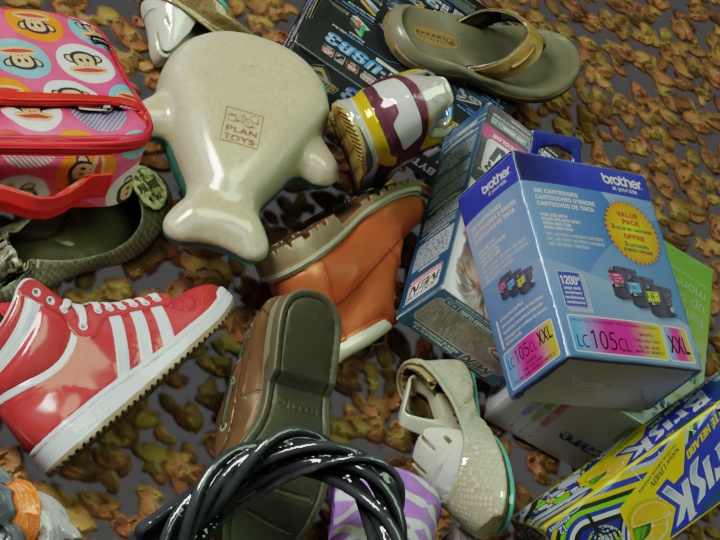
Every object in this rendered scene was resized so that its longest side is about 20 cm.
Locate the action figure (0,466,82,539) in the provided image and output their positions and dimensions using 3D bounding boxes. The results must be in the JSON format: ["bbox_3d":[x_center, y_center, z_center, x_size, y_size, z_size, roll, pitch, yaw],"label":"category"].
[{"bbox_3d":[-0.246,0.176,1.059,0.193,0.105,0.201,-10,60,-29],"label":"action figure"}]

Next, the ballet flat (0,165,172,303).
[{"bbox_3d":[-0.197,-0.029,1.295,0.067,0.046,0.200,51,44,9],"label":"ballet flat"}]

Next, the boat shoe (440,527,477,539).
[{"bbox_3d":[0.067,0.261,1.233,0.072,0.076,0.200,32,45,-13],"label":"boat shoe"}]

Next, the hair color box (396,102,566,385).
[{"bbox_3d":[0.101,-0.023,1.440,0.100,0.060,0.201,34,47,-20],"label":"hair color box"}]

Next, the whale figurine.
[{"bbox_3d":[-0.096,-0.079,1.368,0.158,0.104,0.201,14,51,-11],"label":"whale figurine"}]

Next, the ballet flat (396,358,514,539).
[{"bbox_3d":[0.059,0.123,1.319,0.062,0.068,0.200,14,21,-13],"label":"ballet flat"}]

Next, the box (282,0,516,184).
[{"bbox_3d":[0.042,-0.180,1.587,0.200,0.050,0.199,33,44,-11],"label":"box"}]

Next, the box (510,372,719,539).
[{"bbox_3d":[0.212,0.152,1.350,0.200,0.070,0.064,-34,98,-14],"label":"box"}]

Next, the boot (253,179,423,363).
[{"bbox_3d":[0.000,0.000,1.409,0.200,0.075,0.108,-37,101,-52],"label":"boot"}]

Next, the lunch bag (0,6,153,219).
[{"bbox_3d":[-0.248,-0.102,1.270,0.199,0.082,0.176,-2,44,-33],"label":"lunch bag"}]

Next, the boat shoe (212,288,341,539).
[{"bbox_3d":[-0.062,0.113,1.265,0.072,0.068,0.201,28,65,-26],"label":"boat shoe"}]

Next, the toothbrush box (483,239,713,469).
[{"bbox_3d":[0.192,0.056,1.478,0.145,0.086,0.200,30,46,-14],"label":"toothbrush box"}]

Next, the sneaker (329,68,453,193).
[{"bbox_3d":[0.028,-0.108,1.425,0.090,0.200,0.075,-22,93,-2],"label":"sneaker"}]

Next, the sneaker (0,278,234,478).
[{"bbox_3d":[-0.174,0.038,1.241,0.113,0.071,0.200,47,45,1],"label":"sneaker"}]

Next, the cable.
[{"bbox_3d":[-0.054,0.186,1.149,0.200,0.051,0.163,-32,58,-7],"label":"cable"}]

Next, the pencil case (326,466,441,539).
[{"bbox_3d":[-0.001,0.219,1.215,0.085,0.084,0.200,16,44,-1],"label":"pencil case"}]

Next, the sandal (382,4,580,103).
[{"bbox_3d":[0.111,-0.192,1.574,0.199,0.054,0.081,9,52,-32],"label":"sandal"}]

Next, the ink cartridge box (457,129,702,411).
[{"bbox_3d":[0.155,-0.005,1.373,0.136,0.076,0.201,7,56,-35],"label":"ink cartridge box"}]

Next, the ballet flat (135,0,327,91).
[{"bbox_3d":[-0.118,-0.171,1.465,0.200,0.068,0.072,40,61,-7],"label":"ballet flat"}]
